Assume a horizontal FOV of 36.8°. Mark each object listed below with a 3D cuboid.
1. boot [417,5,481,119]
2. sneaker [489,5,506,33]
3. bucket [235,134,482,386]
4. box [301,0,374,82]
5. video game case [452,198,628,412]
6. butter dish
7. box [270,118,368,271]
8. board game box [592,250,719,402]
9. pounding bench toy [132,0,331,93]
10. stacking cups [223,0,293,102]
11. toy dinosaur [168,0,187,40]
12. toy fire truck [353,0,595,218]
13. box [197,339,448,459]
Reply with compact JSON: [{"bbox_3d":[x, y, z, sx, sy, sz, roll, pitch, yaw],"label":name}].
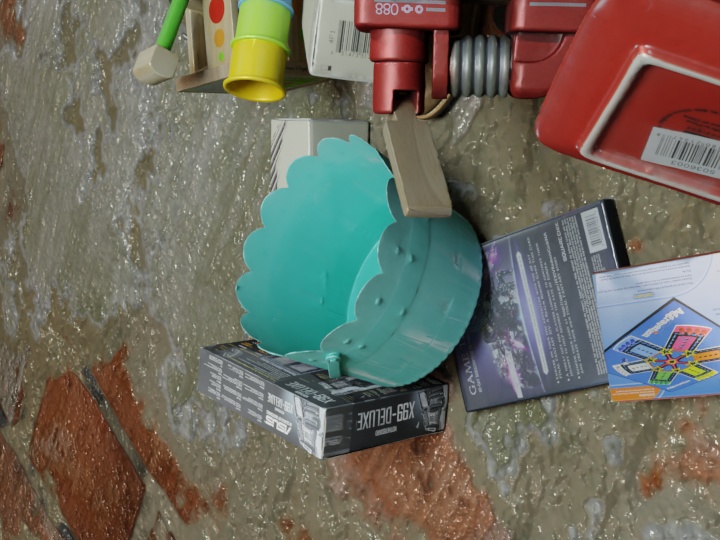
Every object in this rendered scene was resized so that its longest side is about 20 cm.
[{"bbox_3d":[0.066,-0.229,0.955,0.074,0.075,0.202,40,123,36],"label":"boot"},{"bbox_3d":[0.136,-0.293,0.871,0.098,0.070,0.203,30,114,42],"label":"sneaker"},{"bbox_3d":[0.000,0.000,0.962,0.206,0.134,0.209,-27,49,37],"label":"bucket"},{"bbox_3d":[-0.007,-0.226,0.948,0.200,0.081,0.069,-104,20,-63],"label":"box"},{"bbox_3d":[0.150,0.036,0.930,0.199,0.019,0.145,-21,78,48],"label":"video game case"},{"bbox_3d":[0.235,-0.145,0.705,0.200,0.198,0.149,104,-177,-67],"label":"butter dish"},{"bbox_3d":[-0.043,-0.051,1.091,0.068,0.082,0.203,9,99,48],"label":"box"},{"bbox_3d":[0.265,0.037,0.786,0.199,0.019,0.104,-11,85,42],"label":"board game box"},{"bbox_3d":[-0.137,-0.266,1.084,0.124,0.199,0.158,-2,93,48],"label":"pounding bench toy"},{"bbox_3d":[-0.086,-0.263,1.007,0.060,0.060,0.203,-4,77,48],"label":"stacking cups"},{"bbox_3d":[-0.180,-0.304,1.246,0.088,0.047,0.202,-13,88,41],"label":"toy dinosaur"},{"bbox_3d":[0.080,-0.143,0.783,0.174,0.129,0.203,3,98,2],"label":"toy fire truck"},{"bbox_3d":[-0.039,0.113,1.046,0.199,0.157,0.050,19,108,45],"label":"box"}]
